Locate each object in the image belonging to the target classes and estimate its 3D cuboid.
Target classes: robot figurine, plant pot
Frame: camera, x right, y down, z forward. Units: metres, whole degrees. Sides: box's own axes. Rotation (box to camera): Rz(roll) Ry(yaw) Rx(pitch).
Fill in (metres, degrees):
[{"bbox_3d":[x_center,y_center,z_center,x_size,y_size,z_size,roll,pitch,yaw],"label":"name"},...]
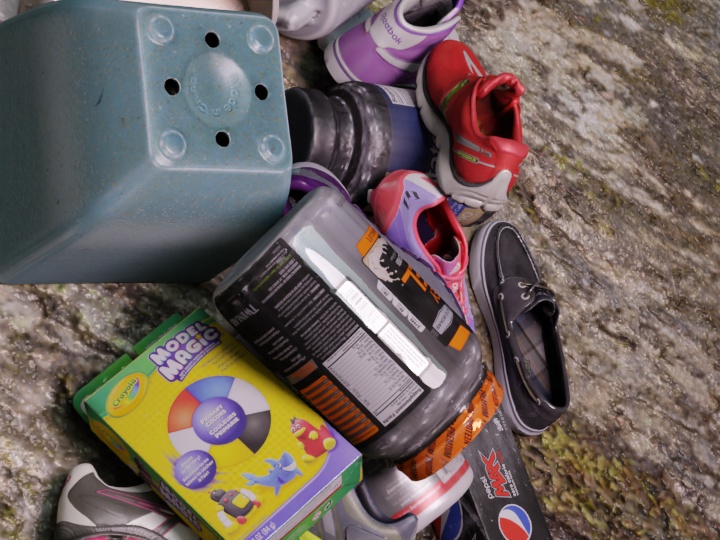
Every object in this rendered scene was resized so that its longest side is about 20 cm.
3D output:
[{"bbox_3d":[-0.029,-0.277,1.512,0.200,0.113,0.170,-42,131,-39],"label":"robot figurine"},{"bbox_3d":[-0.151,-0.105,1.272,0.195,0.200,0.197,0,79,-35],"label":"plant pot"}]

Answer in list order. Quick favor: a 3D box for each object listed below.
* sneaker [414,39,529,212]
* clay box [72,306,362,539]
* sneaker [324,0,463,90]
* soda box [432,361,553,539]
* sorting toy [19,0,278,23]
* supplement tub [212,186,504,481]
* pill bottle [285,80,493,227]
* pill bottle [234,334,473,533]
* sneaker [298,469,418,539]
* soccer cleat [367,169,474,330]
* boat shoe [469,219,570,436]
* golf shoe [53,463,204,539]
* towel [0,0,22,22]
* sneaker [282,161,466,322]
[{"bbox_3d":[0.101,-0.131,1.394,0.077,0.085,0.201,16,36,-24],"label":"sneaker"},{"bbox_3d":[-0.108,0.114,1.234,0.200,0.048,0.115,40,65,22],"label":"clay box"},{"bbox_3d":[0.063,-0.210,1.522,0.073,0.114,0.200,56,30,3],"label":"sneaker"},{"bbox_3d":[0.096,0.182,1.415,0.071,0.063,0.201,-11,75,-37],"label":"soda box"},{"bbox_3d":[-0.140,-0.239,1.306,0.199,0.180,0.107,1,94,-25],"label":"sorting toy"},{"bbox_3d":[0.001,0.048,1.231,0.200,0.122,0.123,45,51,-7],"label":"supplement tub"},{"bbox_3d":[0.022,-0.101,1.466,0.199,0.112,0.112,5,66,-33],"label":"pill bottle"},{"bbox_3d":[-0.013,0.113,1.340,0.114,0.114,0.200,-37,91,-40],"label":"pill bottle"},{"bbox_3d":[-0.042,0.163,1.273,0.200,0.081,0.074,35,6,7],"label":"sneaker"},{"bbox_3d":[0.063,0.006,1.420,0.067,0.076,0.201,-36,126,-25],"label":"soccer cleat"},{"bbox_3d":[0.146,0.042,1.513,0.070,0.066,0.201,10,64,-31],"label":"boat shoe"},{"bbox_3d":[-0.126,0.192,1.252,0.199,0.077,0.088,16,52,-30],"label":"golf shoe"},{"bbox_3d":[-0.256,-0.266,1.403,0.191,0.032,0.200,38,53,-15],"label":"towel"},{"bbox_3d":[0.000,0.000,1.340,0.200,0.074,0.088,43,8,1],"label":"sneaker"}]
